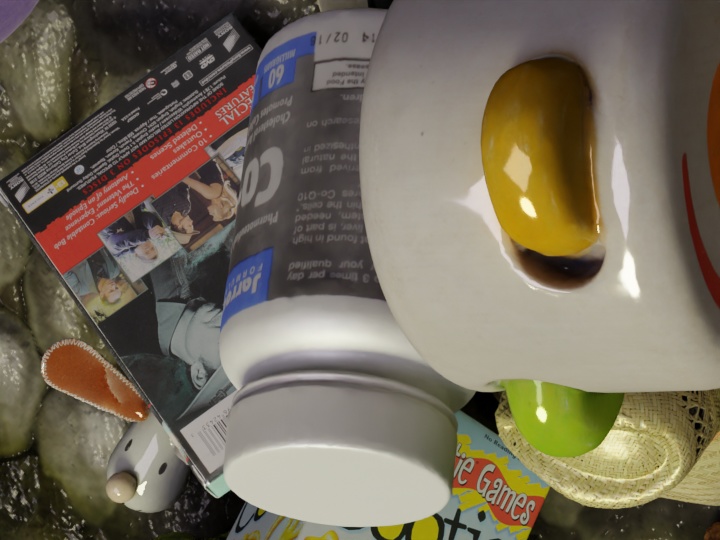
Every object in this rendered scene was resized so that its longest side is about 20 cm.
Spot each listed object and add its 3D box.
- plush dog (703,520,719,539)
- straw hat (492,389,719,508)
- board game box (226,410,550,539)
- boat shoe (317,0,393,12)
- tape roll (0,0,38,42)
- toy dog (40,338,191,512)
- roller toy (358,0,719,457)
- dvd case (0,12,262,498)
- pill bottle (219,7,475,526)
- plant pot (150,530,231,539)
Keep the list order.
[{"bbox_3d":[0.216,0.205,1.111,0.171,0.161,0.200,19,146,9],"label":"plush dog"},{"bbox_3d":[0.111,0.057,1.097,0.201,0.085,0.201,19,135,20],"label":"straw hat"},{"bbox_3d":[-0.010,0.159,1.142,0.105,0.200,0.103,33,155,-14],"label":"board game box"},{"bbox_3d":[0.007,-0.159,1.117,0.074,0.063,0.202,-131,26,-55],"label":"boat shoe"},{"bbox_3d":[-0.215,-0.200,1.160,0.085,0.200,0.200,17,116,26],"label":"tape roll"},{"bbox_3d":[-0.096,0.045,1.244,0.132,0.096,0.200,10,113,29],"label":"toy dog"},{"bbox_3d":[0.096,-0.044,0.967,0.139,0.183,0.200,-2,140,29],"label":"roller toy"},{"bbox_3d":[-0.063,-0.011,1.159,0.146,0.022,0.200,-37,60,-4],"label":"dvd case"},{"bbox_3d":[0.000,0.000,1.058,0.114,0.114,0.200,-13,58,34],"label":"pill bottle"},{"bbox_3d":[-0.061,0.235,1.260,0.200,0.200,0.190,7,99,30],"label":"plant pot"}]
